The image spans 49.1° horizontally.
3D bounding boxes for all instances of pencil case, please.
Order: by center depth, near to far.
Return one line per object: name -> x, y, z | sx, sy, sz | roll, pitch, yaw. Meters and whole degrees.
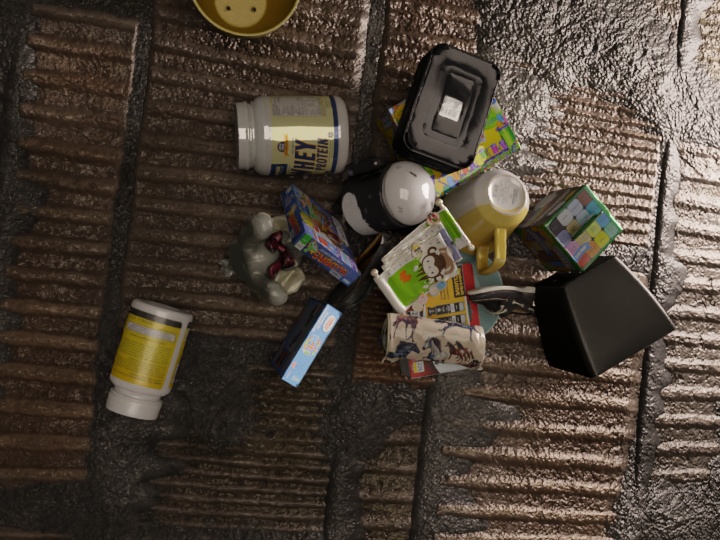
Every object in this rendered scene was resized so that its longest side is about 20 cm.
pencil case -> 0.134, 0.133, 1.433 | 0.199, 0.078, 0.090 | 8, 105, -9

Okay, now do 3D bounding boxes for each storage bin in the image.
storage bin -> 0.153, -0.289, 1.423 | 0.135, 0.094, 0.201 | 19, 86, -11

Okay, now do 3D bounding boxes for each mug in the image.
mug -> 0.258, -0.106, 1.520 | 0.149, 0.153, 0.187 | -29, 85, -22

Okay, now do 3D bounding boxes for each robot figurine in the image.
robot figurine -> 0.045, -0.135, 1.470 | 0.150, 0.200, 0.125 | 5, 79, -46

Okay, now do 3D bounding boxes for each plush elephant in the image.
plush elephant -> -0.155, -0.029, 1.462 | 0.155, 0.200, 0.165 | -18, 97, -34

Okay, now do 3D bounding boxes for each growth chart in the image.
growth chart -> 0.115, -0.014, 1.433 | 0.200, 0.018, 0.145 | -45, 115, 0

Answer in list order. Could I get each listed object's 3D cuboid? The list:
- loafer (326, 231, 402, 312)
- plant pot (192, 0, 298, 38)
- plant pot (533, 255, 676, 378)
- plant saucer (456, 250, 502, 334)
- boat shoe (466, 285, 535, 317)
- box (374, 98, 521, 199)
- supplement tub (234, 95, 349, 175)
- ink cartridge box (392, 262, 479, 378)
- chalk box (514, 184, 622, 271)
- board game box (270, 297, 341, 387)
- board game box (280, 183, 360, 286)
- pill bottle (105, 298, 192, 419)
loafer -> 0.000, 0.000, 1.504 | 0.200, 0.073, 0.072 | -45, 126, 14
plant pot -> -0.216, -0.510, 1.438 | 0.199, 0.142, 0.201 | 0, 91, -13
plant pot -> 0.459, 0.078, 1.563 | 0.199, 0.200, 0.178 | -28, 96, -10
plant saucer -> 0.189, 0.050, 1.587 | 0.200, 0.039, 0.202 | 0, 91, -11
boat shoe -> 0.277, 0.061, 1.534 | 0.200, 0.074, 0.061 | 3, 84, -51
box -> 0.168, -0.266, 1.534 | 0.200, 0.122, 0.193 | -30, 97, -9
supplement tub -> -0.130, -0.250, 1.460 | 0.199, 0.145, 0.146 | -3, 92, -12
ink cartridge box -> 0.157, 0.091, 1.519 | 0.175, 0.084, 0.201 | -9, 93, -11
chalk box -> 0.416, -0.081, 1.550 | 0.124, 0.200, 0.124 | -43, 99, -8
board game box -> -0.104, 0.126, 1.444 | 0.037, 0.200, 0.152 | 32, 85, -12
board game box -> -0.075, -0.068, 1.433 | 0.135, 0.200, 0.034 | 38, 107, -28
pill bottle -> -0.386, 0.161, 1.429 | 0.114, 0.114, 0.201 | 17, 87, -12
